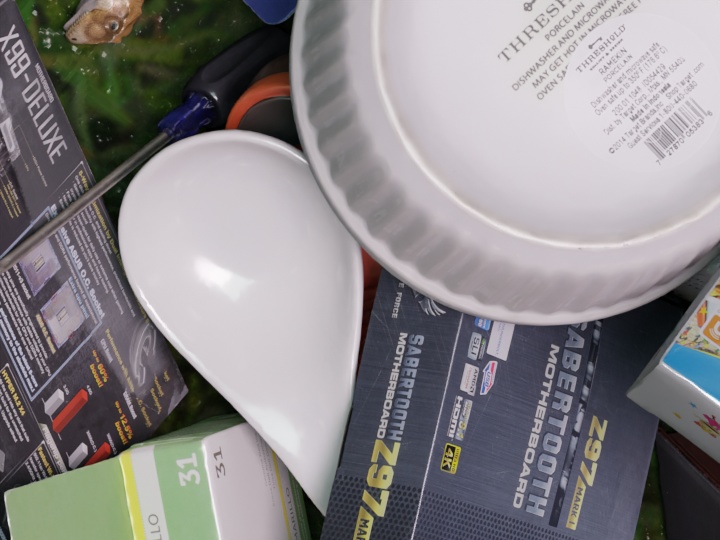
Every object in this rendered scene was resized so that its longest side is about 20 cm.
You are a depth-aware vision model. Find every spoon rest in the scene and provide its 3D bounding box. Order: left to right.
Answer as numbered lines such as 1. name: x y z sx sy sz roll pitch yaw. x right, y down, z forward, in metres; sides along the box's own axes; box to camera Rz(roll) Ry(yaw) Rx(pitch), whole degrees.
1. spoon rest: -0.026 0.032 1.188 0.099 0.061 0.200 -22 112 19

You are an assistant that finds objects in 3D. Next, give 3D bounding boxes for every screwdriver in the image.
1. screwdriver: -0.092 -0.049 1.204 0.200 0.029 0.028 -40 117 -38

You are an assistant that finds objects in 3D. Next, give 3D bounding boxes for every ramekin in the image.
1. ramekin: 0.076 -0.082 1.094 0.200 0.105 0.200 1 85 -7

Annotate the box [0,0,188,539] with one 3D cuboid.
1. box: -0.159 0.013 1.158 0.050 0.158 0.200 -4 122 34

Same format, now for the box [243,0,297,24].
1. box: -0.008 -0.211 1.217 0.200 0.032 0.121 -48 61 8

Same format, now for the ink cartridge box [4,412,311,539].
1. ink cartridge box: -0.070 0.140 1.173 0.048 0.200 0.146 -10 91 18

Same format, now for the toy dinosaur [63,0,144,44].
1. toy dinosaur: -0.094 -0.188 1.218 0.106 0.200 0.060 33 42 14

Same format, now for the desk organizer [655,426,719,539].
1. desk organizer: 0.187 0.117 1.189 0.077 0.200 0.072 -9 104 -8

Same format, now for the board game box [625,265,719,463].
1. board game box: 0.217 0.008 1.082 0.147 0.064 0.200 36 75 2

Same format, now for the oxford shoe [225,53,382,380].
1. oxford shoe: 0.000 0.000 1.244 0.071 0.073 0.200 -10 111 12

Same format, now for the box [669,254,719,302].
1. box: 0.135 -0.101 1.224 0.199 0.131 0.200 23 88 -4

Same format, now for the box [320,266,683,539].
1. box: 0.056 0.087 1.201 0.051 0.158 0.200 8 80 38
